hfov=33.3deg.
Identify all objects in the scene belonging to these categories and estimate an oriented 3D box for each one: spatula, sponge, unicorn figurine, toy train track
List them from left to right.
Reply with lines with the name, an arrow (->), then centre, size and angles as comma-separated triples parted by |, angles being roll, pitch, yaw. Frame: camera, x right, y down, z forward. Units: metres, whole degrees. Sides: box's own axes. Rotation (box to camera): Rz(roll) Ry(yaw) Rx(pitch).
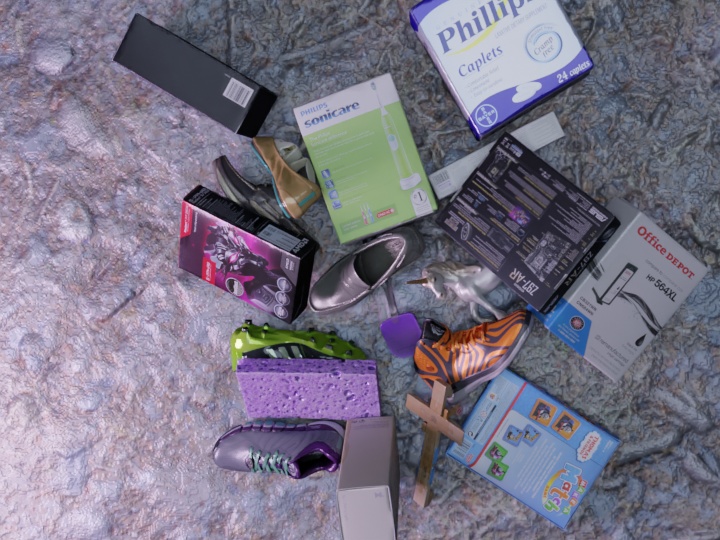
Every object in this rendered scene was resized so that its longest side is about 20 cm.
sponge -> -0.071, 0.169, 1.702 | 0.198, 0.112, 0.030 | 0, 48, 5
spatula -> 0.038, 0.029, 1.719 | 0.056, 0.021, 0.202 | -21, 87, 13
toy train track -> 0.108, 0.243, 1.697 | 0.114, 0.032, 0.202 | 32, 123, 41
unicorn figurine -> 0.175, 0.017, 1.688 | 0.199, 0.074, 0.138 | -37, 89, -10

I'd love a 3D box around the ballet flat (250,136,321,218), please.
ballet flat -> -0.098, -0.138, 1.655 | 0.063, 0.200, 0.069 | -34, 129, 4

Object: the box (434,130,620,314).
box -> 0.221, -0.064, 1.610 | 0.200, 0.043, 0.161 | 41, 98, 25

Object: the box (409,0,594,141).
box -> 0.190, -0.311, 1.644 | 0.183, 0.105, 0.201 | -31, 89, 6

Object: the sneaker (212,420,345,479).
sneaker -> -0.118, 0.261, 1.709 | 0.198, 0.088, 0.075 | -9, 113, 6

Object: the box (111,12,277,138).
box -> -0.226, -0.267, 1.671 | 0.199, 0.141, 0.079 | 31, 98, 3

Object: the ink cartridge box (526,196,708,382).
ink cartridge box -> 0.349, 0.025, 1.636 | 0.146, 0.084, 0.201 | 35, 97, -21

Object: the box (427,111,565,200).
box -> 0.189, -0.160, 1.685 | 0.199, 0.039, 0.042 | -28, 92, 7

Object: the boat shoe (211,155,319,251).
boat shoe -> -0.133, -0.088, 1.713 | 0.073, 0.074, 0.201 | -39, 98, -3

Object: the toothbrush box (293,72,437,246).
toothbrush box -> 0.009, -0.152, 1.673 | 0.144, 0.086, 0.202 | -20, 89, 3

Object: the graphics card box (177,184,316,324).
graphics card box -> -0.161, -0.022, 1.674 | 0.199, 0.051, 0.126 | 26, 131, 16

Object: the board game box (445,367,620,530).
board game box -> 0.243, 0.248, 1.705 | 0.199, 0.037, 0.152 | 32, 96, 4

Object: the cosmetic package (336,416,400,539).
cosmetic package -> 0.014, 0.290, 1.640 | 0.072, 0.200, 0.105 | -4, 108, 6

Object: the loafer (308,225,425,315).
loafer -> 0.000, 0.000, 1.682 | 0.199, 0.070, 0.070 | -36, 79, 23

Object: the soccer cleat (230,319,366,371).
soccer cleat -> -0.090, 0.125, 1.724 | 0.198, 0.068, 0.082 | 10, 112, 6

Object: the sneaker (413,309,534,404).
sneaker -> 0.142, 0.099, 1.648 | 0.112, 0.078, 0.200 | 39, 124, -9
